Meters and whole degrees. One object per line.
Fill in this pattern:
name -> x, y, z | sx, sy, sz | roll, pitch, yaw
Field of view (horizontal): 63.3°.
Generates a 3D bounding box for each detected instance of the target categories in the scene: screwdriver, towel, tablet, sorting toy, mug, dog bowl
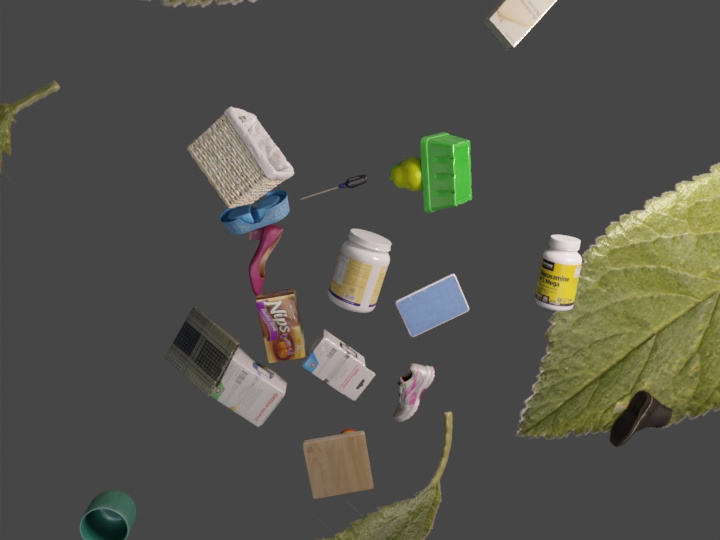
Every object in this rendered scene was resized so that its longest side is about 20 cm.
screwdriver -> -0.076, -0.231, 1.626 | 0.196, 0.028, 0.030 | -13, 77, 1
towel -> -0.458, 0.235, 1.698 | 0.199, 0.034, 0.194 | 36, 100, 20
tablet -> 0.216, 0.106, 1.751 | 0.197, 0.014, 0.132 | -25, 107, 5
sorting toy -> -0.070, 0.602, 1.853 | 0.195, 0.070, 0.204 | -9, 107, -1
mug -> -0.797, 0.785, 1.841 | 0.152, 0.115, 0.185 | 41, 101, -14
dog bowl -> -0.284, -0.156, 1.596 | 0.197, 0.112, 0.050 | -19, 120, 3

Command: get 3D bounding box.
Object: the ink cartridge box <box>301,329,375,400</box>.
ink cartridge box -> -0.065, 0.286, 1.759 | 0.199, 0.068, 0.117 | 36, 102, -13

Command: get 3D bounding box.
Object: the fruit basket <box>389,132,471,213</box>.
fruit basket -> 0.190, -0.266, 1.593 | 0.213, 0.154, 0.220 | 17, 117, 37

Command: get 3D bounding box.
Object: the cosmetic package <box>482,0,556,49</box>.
cosmetic package -> 0.422, -0.683, 1.497 | 0.103, 0.073, 0.200 | 40, 100, -14

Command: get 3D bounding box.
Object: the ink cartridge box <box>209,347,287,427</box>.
ink cartridge box -> -0.339, 0.349, 1.752 | 0.199, 0.088, 0.146 | 36, 103, -11

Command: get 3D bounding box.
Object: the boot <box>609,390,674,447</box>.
boot -> 0.912, 0.503, 1.883 | 0.137, 0.078, 0.202 | 27, 104, -16

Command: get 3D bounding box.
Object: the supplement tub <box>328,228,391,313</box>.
supplement tub -> 0.000, 0.000, 1.637 | 0.143, 0.146, 0.203 | 16, 105, -8

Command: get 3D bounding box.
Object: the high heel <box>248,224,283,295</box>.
high heel -> -0.264, -0.027, 1.651 | 0.094, 0.067, 0.204 | 2, 104, 7

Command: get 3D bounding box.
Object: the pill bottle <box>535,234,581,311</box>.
pill bottle -> 0.575, 0.005, 1.691 | 0.110, 0.113, 0.204 | 3, 106, -4

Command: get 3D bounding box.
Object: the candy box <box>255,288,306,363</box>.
candy box -> -0.231, 0.163, 1.719 | 0.114, 0.057, 0.204 | -8, 108, -1

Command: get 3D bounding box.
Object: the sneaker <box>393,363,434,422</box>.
sneaker -> 0.145, 0.368, 1.796 | 0.087, 0.081, 0.203 | 27, 95, -10

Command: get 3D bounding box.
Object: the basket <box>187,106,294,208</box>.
basket -> -0.301, -0.282, 1.496 | 0.160, 0.198, 0.201 | -36, 93, 12
